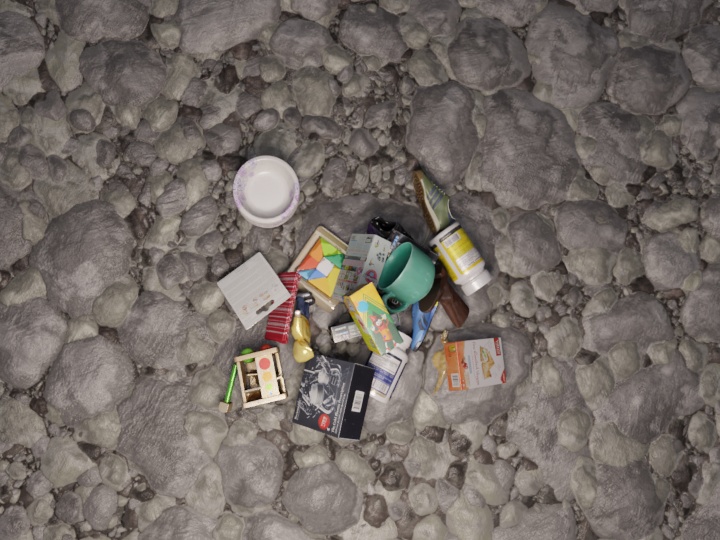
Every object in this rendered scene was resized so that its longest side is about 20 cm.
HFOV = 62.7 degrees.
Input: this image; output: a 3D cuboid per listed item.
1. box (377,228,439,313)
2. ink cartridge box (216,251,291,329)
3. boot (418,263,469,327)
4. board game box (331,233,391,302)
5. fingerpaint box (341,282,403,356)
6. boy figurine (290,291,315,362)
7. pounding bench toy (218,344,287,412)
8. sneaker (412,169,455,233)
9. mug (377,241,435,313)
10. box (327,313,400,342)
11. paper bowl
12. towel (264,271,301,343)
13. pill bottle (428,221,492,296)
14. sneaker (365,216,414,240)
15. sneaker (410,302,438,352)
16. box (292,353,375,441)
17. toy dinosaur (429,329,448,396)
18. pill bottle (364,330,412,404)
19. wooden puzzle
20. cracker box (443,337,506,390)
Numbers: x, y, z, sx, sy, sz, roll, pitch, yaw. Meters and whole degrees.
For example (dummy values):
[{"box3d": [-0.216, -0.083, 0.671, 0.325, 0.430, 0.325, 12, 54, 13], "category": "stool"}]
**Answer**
[{"box3d": [0.117, 0.003, 1.749, 0.155, 0.050, 0.203, 28, 97, -15], "category": "box"}, {"box3d": [-0.303, 0.063, 1.705, 0.161, 0.050, 0.201, -36, 59, -9], "category": "ink cartridge box"}, {"box3d": [0.250, 0.113, 1.720, 0.202, 0.063, 0.188, 57, 44, -30], "category": "boot"}, {"box3d": [0.000, 0.000, 1.710, 0.063, 0.147, 0.204, 22, 84, -26], "category": "board game box"}, {"box3d": [0.028, 0.122, 1.528, 0.072, 0.200, 0.169, -29, 90, -8], "category": "fingerpaint box"}, {"box3d": [-0.164, 0.161, 1.689, 0.063, 0.125, 0.204, -9, 54, 7], "category": "boy figurine"}, {"box3d": [-0.316, 0.302, 1.672, 0.195, 0.124, 0.160, -13, 83, -7], "category": "pounding bench toy"}, {"box3d": [0.233, -0.222, 1.834, 0.088, 0.067, 0.205, -18, 84, -15], "category": "sneaker"}, {"box3d": [0.128, 0.029, 1.653, 0.113, 0.152, 0.186, 33, 102, -20], "category": "mug"}, {"box3d": [0.007, 0.160, 1.704, 0.195, 0.159, 0.047, -14, 87, -7], "category": "box"}, {"box3d": [-0.278, -0.230, 1.764, 0.195, 0.104, 0.206, 1, 81, -5], "category": "paper bowl"}, {"box3d": [-0.226, 0.106, 1.708, 0.022, 0.143, 0.205, 16, 80, -30], "category": "towel"}, {"box3d": [0.303, -0.033, 1.783, 0.113, 0.114, 0.202, -33, 86, -9], "category": "pill bottle"}, {"box3d": [0.113, -0.096, 1.777, 0.196, 0.088, 0.077, 22, 52, -2], "category": "sneaker"}, {"box3d": [0.179, 0.141, 1.775, 0.077, 0.066, 0.204, 21, 79, 7], "category": "sneaker"}, {"box3d": [-0.076, 0.350, 1.652, 0.179, 0.103, 0.205, 5, 77, 39], "category": "box"}, {"box3d": [0.263, 0.286, 1.773, 0.098, 0.058, 0.205, 9, 74, 11], "category": "toy dinosaur"}, {"box3d": [0.073, 0.274, 1.719, 0.109, 0.111, 0.203, 27, 80, -1], "category": "pill bottle"}, {"box3d": [-0.107, -0.005, 1.781, 0.183, 0.037, 0.202, 35, 80, 0], "category": "wooden puzzle"}, {"box3d": [0.337, 0.271, 1.725, 0.196, 0.057, 0.138, 0, 80, -38], "category": "cracker box"}]
